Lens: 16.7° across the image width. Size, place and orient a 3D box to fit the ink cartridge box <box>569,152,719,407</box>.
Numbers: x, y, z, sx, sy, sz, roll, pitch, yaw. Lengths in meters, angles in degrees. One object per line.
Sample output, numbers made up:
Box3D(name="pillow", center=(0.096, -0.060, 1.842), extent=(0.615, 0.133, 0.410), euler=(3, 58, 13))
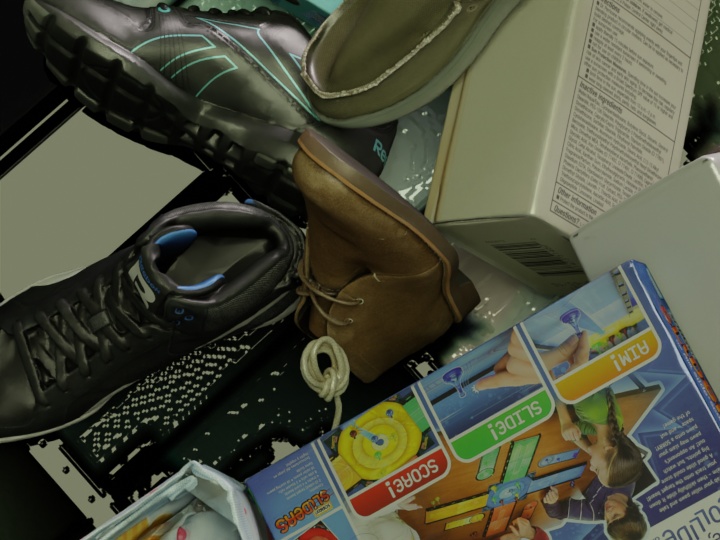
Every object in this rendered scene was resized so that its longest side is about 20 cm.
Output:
Box3D(name="ink cartridge box", center=(0.202, 0.021, 1.133), extent=(0.084, 0.200, 0.145), euler=(-31, 79, 32))

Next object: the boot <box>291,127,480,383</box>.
Box3D(name="boot", center=(0.000, 0.000, 1.140), extent=(0.075, 0.200, 0.074), euler=(-44, 64, -4))

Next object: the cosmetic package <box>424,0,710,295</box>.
Box3D(name="cosmetic package", center=(0.106, -0.099, 1.187), extent=(0.073, 0.103, 0.201), euler=(-4, 65, 43))

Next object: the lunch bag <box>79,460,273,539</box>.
Box3D(name="lunch bag", center=(-0.098, 0.187, 1.119), extent=(0.127, 0.170, 0.201), euler=(22, 83, 7))

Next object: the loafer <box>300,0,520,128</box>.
Box3D(name="loafer", center=(0.039, -0.147, 1.147), extent=(0.200, 0.070, 0.075), euler=(-42, 46, 19))

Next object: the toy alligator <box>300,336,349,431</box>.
Box3D(name="toy alligator", center=(-0.009, 0.125, 1.171), extent=(0.059, 0.054, 0.201), euler=(-21, 105, -32))

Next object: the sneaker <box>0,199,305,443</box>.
Box3D(name="sneaker", center=(-0.120, 0.016, 1.178), extent=(0.199, 0.112, 0.073), euler=(-25, 80, -5))

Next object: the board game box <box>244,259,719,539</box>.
Box3D(name="board game box", center=(0.065, 0.103, 1.054), extent=(0.199, 0.034, 0.136), euler=(-30, 78, 14))

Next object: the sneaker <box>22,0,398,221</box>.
Box3D(name="sneaker", center=(-0.073, -0.097, 1.228), extent=(0.199, 0.075, 0.080), euler=(29, 70, -3))

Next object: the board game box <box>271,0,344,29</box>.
Box3D(name="board game box", center=(-0.029, -0.217, 1.235), extent=(0.199, 0.047, 0.151), euler=(31, 81, -6))
